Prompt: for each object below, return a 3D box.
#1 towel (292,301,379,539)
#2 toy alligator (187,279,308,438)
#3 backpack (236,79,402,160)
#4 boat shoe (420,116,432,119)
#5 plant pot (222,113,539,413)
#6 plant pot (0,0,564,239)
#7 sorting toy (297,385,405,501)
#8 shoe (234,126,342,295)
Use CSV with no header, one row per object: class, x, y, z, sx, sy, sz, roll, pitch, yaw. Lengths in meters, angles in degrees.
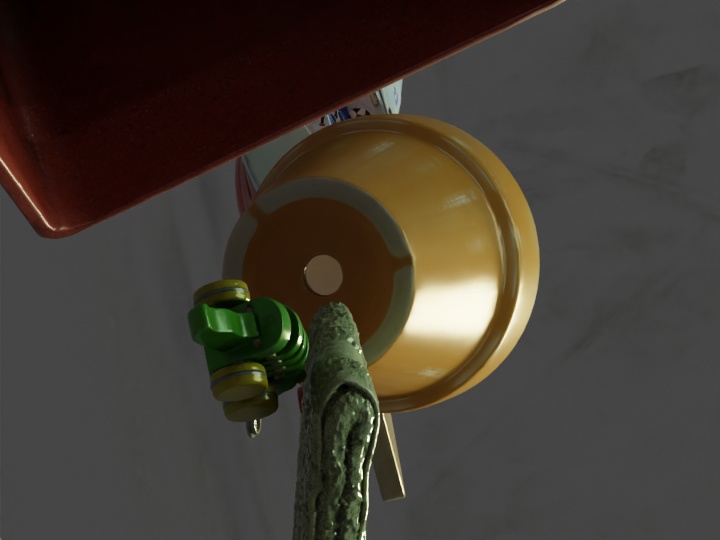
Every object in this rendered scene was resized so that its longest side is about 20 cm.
towel,-0.017,0.131,1.216,0.148,0.036,0.201,-103,-164,-71
toy alligator,-0.052,0.050,1.178,0.200,0.054,0.060,71,6,-70
backpack,-0.051,-0.179,1.659,0.200,0.153,0.191,-94,160,-62
boat shoe,-0.003,-0.082,1.767,0.084,0.199,0.069,53,39,-17
plant pot,0.000,0.000,1.385,0.183,0.199,0.201,-14,90,-73
plant pot,-0.060,-0.155,0.640,0.177,0.199,0.200,63,-3,19
sorting toy,-0.028,0.052,1.696,0.199,0.069,0.201,-101,177,-54
shoe,-0.033,-0.015,1.547,0.201,0.071,0.091,66,-10,1
